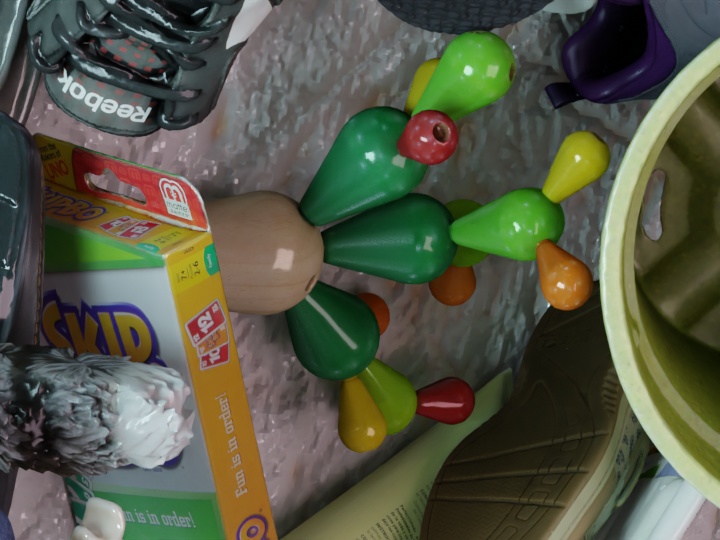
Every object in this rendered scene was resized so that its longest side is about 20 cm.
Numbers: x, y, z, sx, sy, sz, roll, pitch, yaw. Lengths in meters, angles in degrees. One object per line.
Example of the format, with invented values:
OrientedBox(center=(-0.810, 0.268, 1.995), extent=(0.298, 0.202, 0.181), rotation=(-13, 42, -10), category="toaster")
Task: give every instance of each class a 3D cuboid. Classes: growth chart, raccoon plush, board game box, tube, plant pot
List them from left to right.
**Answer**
OrientedBox(center=(-0.157, 0.091, 0.782), extent=(0.097, 0.199, 0.135), rotation=(-43, 140, -71), category="raccoon plush")
OrientedBox(center=(-0.074, 0.053, 0.897), extent=(0.030, 0.095, 0.201), rotation=(-28, 120, -36), category="board game box")
OrientedBox(center=(0.007, 0.114, 1.034), extent=(0.200, 0.052, 0.058), rotation=(-31, 161, -42), category="tube")
OrientedBox(center=(0.106, 0.113, 1.059), extent=(0.018, 0.200, 0.145), rotation=(33, 87, -1), category="growth chart")
OrientedBox(center=(0.175, -0.013, 0.980), extent=(0.199, 0.184, 0.201), rotation=(-1, 99, -4), category="plant pot")

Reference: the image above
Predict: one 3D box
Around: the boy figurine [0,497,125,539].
OrientedBox(center=(-0.108, 0.123, 0.753), extent=(0.124, 0.064, 0.200), rotation=(-50, 139, -20), category="boy figurine")

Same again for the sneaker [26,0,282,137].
OrientedBox(center=(-0.058, -0.091, 0.805), extent=(0.071, 0.200, 0.098), rotation=(27, 80, -12), category="sneaker")

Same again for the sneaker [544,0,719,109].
OrientedBox(center=(0.143, -0.137, 1.019), extent=(0.087, 0.074, 0.200), rotation=(-17, 143, -37), category="sneaker")

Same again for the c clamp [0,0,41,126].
OrientedBox(center=(-0.167, -0.107, 0.806), extent=(0.200, 0.027, 0.171), rotation=(21, 89, -46), category="c clamp")

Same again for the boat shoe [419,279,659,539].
OrientedBox(center=(0.086, 0.081, 1.046), extent=(0.200, 0.073, 0.063), rotation=(-53, 130, -44), category="boat shoe")

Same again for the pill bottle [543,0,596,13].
OrientedBox(center=(0.094, -0.205, 0.969), extent=(0.114, 0.114, 0.200), rotation=(39, 76, -44), category="pill bottle")

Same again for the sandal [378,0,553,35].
OrientedBox(center=(0.019, -0.142, 0.830), extent=(0.200, 0.075, 0.045), rotation=(51, 28, -55), category="sandal")

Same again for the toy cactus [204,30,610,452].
OrientedBox(center=(0.000, 0.000, 0.947), extent=(0.164, 0.103, 0.200), rotation=(-4, 147, -18), category="toy cactus")

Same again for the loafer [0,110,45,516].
OrientedBox(center=(-0.143, 0.041, 0.857), extent=(0.072, 0.073, 0.201), rotation=(-8, 117, -69), category="loafer")
